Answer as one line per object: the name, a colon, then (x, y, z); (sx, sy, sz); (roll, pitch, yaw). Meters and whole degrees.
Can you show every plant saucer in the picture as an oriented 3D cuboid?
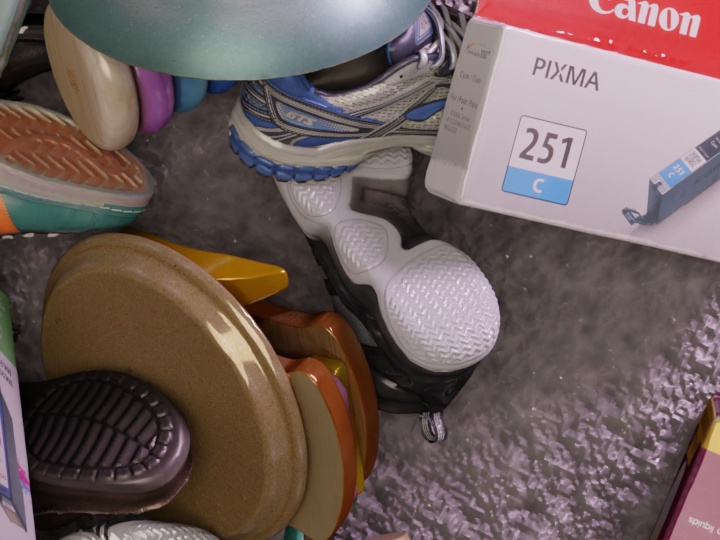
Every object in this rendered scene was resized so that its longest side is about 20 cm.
plant saucer: (-0.060, -0.165, 1.462); (0.200, 0.200, 0.036); (3, 127, 4)

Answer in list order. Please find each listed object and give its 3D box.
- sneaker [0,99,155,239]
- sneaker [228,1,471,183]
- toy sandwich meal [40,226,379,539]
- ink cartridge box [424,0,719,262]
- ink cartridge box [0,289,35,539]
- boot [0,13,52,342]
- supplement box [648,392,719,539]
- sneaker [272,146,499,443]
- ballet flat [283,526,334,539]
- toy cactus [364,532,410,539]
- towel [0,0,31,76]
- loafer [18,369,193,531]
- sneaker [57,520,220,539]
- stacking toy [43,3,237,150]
sneaker: (-0.210, -0.041, 1.498); (0.200, 0.071, 0.080); (10, 124, -15)
sneaker: (0.032, -0.103, 1.490); (0.200, 0.085, 0.077); (-15, 51, -18)
toy sandwich meal: (-0.082, 0.057, 1.523); (0.205, 0.070, 0.205); (25, 132, 31)
ink cartridge box: (0.147, -0.103, 1.487); (0.200, 0.045, 0.176); (11, 96, -27)
ink cartridge box: (-0.229, 0.079, 1.422); (0.087, 0.145, 0.200); (-17, 58, 14)
boot: (-0.218, -0.039, 1.559); (0.200, 0.069, 0.174); (-16, 99, 6)
supplement box: (0.191, 0.177, 1.506); (0.103, 0.131, 0.200); (22, 94, 4)
sneaker: (0.000, 0.000, 1.532); (0.075, 0.114, 0.200); (-17, 55, -24)
ballet flat: (-0.024, 0.230, 1.557); (0.068, 0.068, 0.200); (12, 91, -11)
toy cactus: (0.027, 0.219, 1.509); (0.200, 0.102, 0.165); (-16, 93, -36)
towel: (-0.233, -0.201, 1.460); (0.171, 0.048, 0.200); (22, 106, -2)
loafer: (-0.157, 0.098, 1.526); (0.073, 0.200, 0.071); (-57, 130, -28)
sneaker: (-0.165, 0.177, 1.541); (0.200, 0.115, 0.075); (-17, 93, -4)
stacking toy: (-0.059, -0.132, 1.510); (0.200, 0.085, 0.085); (-21, 92, -19)
